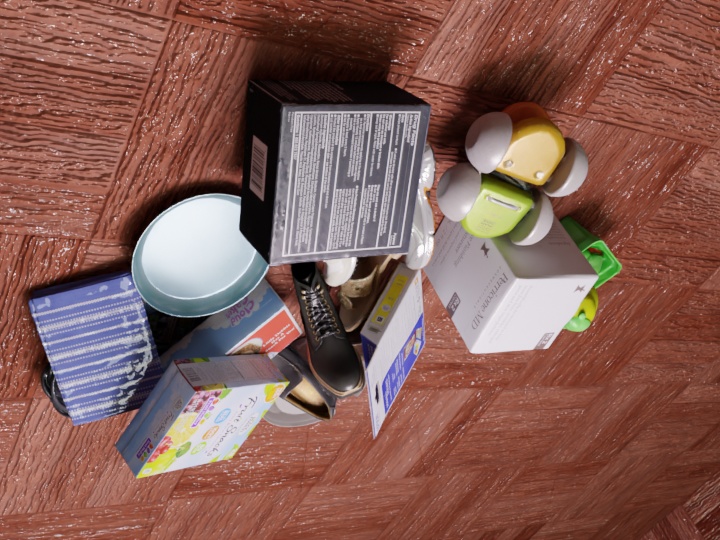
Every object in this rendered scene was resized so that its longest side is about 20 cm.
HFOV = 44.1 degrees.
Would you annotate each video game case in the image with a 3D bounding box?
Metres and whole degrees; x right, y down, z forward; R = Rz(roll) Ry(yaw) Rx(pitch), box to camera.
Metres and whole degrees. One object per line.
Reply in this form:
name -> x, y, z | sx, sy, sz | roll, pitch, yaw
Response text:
video game case -> -0.246, 0.059, 1.322 | 0.181, 0.023, 0.201 | -3, 138, -29

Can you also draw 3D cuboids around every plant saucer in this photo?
plant saucer -> -0.216, -0.024, 1.213 | 0.199, 0.027, 0.201 | -17, 132, -19

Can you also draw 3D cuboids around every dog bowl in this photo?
dog bowl -> -0.088, 0.189, 1.544 | 0.199, 0.059, 0.201 | -16, 141, -14

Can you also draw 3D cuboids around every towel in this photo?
towel -> -0.356, 0.106, 1.220 | 0.144, 0.024, 0.202 | -14, 110, -7

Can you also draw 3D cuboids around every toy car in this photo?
toy car -> 0.203, -0.145, 1.252 | 0.174, 0.150, 0.201 | 17, 123, -21

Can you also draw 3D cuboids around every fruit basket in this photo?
fruit basket -> 0.349, 0.035, 1.510 | 0.215, 0.216, 0.155 | -37, 142, 14

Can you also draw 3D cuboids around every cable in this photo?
cable -> -0.370, 0.150, 1.309 | 0.200, 0.051, 0.163 | -38, 143, 12

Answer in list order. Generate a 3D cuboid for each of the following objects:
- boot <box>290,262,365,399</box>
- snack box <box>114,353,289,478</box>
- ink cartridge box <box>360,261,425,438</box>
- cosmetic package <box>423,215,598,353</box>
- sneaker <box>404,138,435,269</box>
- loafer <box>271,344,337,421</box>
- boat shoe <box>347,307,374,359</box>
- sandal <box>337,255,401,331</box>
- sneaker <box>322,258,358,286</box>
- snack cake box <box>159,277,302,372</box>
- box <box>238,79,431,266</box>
boot -> -0.059, 0.079, 1.315 | 0.077, 0.201, 0.139 | -23, 140, -9
snack box -> -0.221, 0.202, 1.263 | 0.169, 0.068, 0.199 | -53, 154, 21
ink cartridge box -> 0.042, 0.125, 1.373 | 0.201, 0.047, 0.198 | -56, 155, -32
cosmetic package -> 0.227, -0.001, 1.388 | 0.164, 0.201, 0.165 | 0, 134, -29
sneaker -> 0.057, -0.094, 1.269 | 0.091, 0.076, 0.202 | -6, 116, -6
loafer -> -0.114, 0.171, 1.416 | 0.199, 0.072, 0.073 | 31, 110, -21
boat shoe -> 0.018, 0.092, 1.472 | 0.199, 0.076, 0.072 | -13, 137, -51
sandal -> -0.002, -0.003, 1.360 | 0.069, 0.078, 0.212 | 15, 118, -36
sneaker -> -0.049, -0.060, 1.265 | 0.093, 0.071, 0.201 | -5, 133, -23
snack cake box -> -0.192, 0.112, 1.319 | 0.200, 0.067, 0.115 | -39, 153, -8
box -> -0.036, -0.125, 1.103 | 0.197, 0.123, 0.202 | -4, 116, -26
